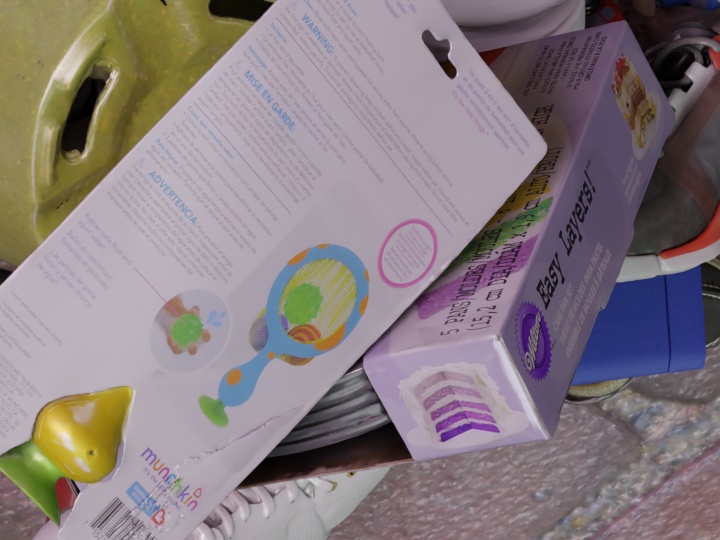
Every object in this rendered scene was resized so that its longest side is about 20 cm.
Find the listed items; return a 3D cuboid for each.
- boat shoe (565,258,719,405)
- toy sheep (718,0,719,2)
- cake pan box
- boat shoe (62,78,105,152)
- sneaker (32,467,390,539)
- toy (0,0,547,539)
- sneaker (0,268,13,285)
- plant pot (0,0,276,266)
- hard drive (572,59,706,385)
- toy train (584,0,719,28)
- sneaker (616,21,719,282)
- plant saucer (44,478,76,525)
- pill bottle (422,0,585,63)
[{"bbox_3d":[0.097,0.028,1.314,0.200,0.066,0.072,3,131,-40],"label":"boat shoe"},{"bbox_3d":[0.176,-0.155,1.127,0.199,0.138,0.138,23,124,-35],"label":"toy sheep"},{"bbox_3d":[0.000,0.000,1.044,0.184,0.200,0.052,-12,122,30],"label":"cake pan box"},{"bbox_3d":[-0.127,-0.056,1.154,0.065,0.074,0.200,-28,139,16],"label":"boat shoe"},{"bbox_3d":[-0.054,0.087,1.216,0.116,0.074,0.200,-53,163,9],"label":"sneaker"},{"bbox_3d":[-0.045,-0.008,0.922,0.200,0.047,0.115,-49,129,-11],"label":"toy"},{"bbox_3d":[-0.181,0.039,1.180,0.106,0.075,0.200,10,167,-29],"label":"sneaker"},{"bbox_3d":[-0.094,-0.071,1.013,0.199,0.190,0.201,-13,118,-26],"label":"plant pot"},{"bbox_3d":[0.049,-0.015,1.221,0.199,0.025,0.133,-6,94,-27],"label":"hard drive"},{"bbox_3d":[0.081,-0.097,1.178,0.199,0.046,0.034,-29,139,-15],"label":"toy train"},{"bbox_3d":[0.119,-0.054,1.172,0.200,0.077,0.082,-31,115,-47],"label":"sneaker"},{"bbox_3d":[-0.057,0.055,1.278,0.200,0.037,0.200,-24,146,-36],"label":"plant saucer"},{"bbox_3d":[0.041,-0.160,1.080,0.111,0.112,0.200,-13,139,-7],"label":"pill bottle"}]
